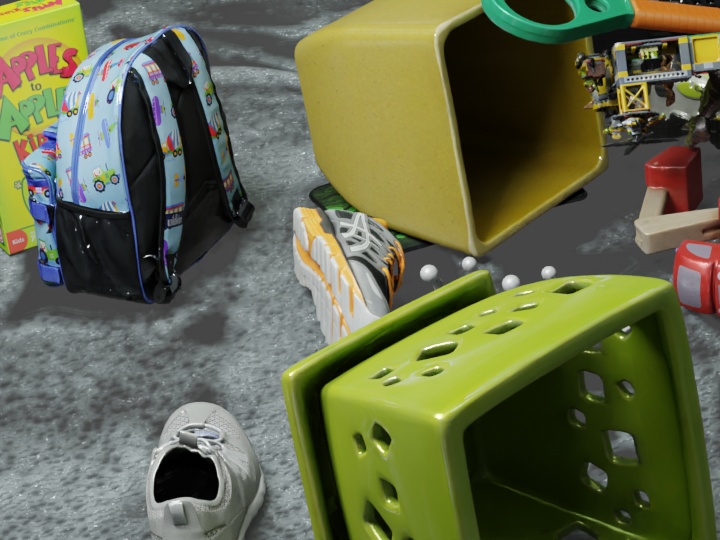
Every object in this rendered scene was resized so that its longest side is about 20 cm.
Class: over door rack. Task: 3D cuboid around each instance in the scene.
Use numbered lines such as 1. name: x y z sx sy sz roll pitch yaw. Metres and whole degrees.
1. over door rack: 0.099 0.046 1.606 0.148 0.067 0.200 8 30 28

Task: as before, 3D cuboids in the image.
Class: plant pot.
1. plant pot: 0.061 -0.146 1.861 0.200 0.196 0.194 9 30 41
2. plant pot: 0.074 0.115 1.338 0.199 0.200 0.181 -28 26 -35

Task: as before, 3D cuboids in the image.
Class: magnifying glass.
1. magnifying glass: 0.190 -0.203 1.754 0.200 0.022 0.080 2 45 -16

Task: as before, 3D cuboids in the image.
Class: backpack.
1. backpack: -0.186 -0.095 1.805 0.134 0.200 0.183 6 30 24

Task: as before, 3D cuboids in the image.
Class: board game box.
1. board game box: -0.274 -0.124 1.883 0.102 0.200 0.048 -19 29 -22

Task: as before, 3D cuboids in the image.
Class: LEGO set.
1. LEGO set: 0.273 -0.123 1.787 0.200 0.116 0.154 -5 -4 -8

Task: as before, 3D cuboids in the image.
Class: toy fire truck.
1. toy fire truck: 0.266 -0.031 1.738 0.141 0.049 0.200 8 29 27

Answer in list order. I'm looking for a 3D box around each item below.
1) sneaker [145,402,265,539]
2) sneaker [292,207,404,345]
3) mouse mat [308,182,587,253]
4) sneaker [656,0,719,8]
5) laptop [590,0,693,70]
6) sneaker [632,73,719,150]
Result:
1. sneaker: -0.102 0.132 1.462 0.075 0.082 0.200 -8 26 -2
2. sneaker: 0.000 0.000 1.715 0.077 0.078 0.200 -3 26 -12
3. mouse mat: 0.073 -0.065 1.901 0.200 0.008 0.161 -17 28 -18
4. sneaker: 0.304 -0.259 2.132 0.200 0.073 0.112 -7 4 20
5. laptop: 0.245 -0.225 2.050 0.187 0.200 0.116 2 60 28
6. sneaker: 0.325 -0.144 1.928 0.200 0.077 0.085 18 27 37
